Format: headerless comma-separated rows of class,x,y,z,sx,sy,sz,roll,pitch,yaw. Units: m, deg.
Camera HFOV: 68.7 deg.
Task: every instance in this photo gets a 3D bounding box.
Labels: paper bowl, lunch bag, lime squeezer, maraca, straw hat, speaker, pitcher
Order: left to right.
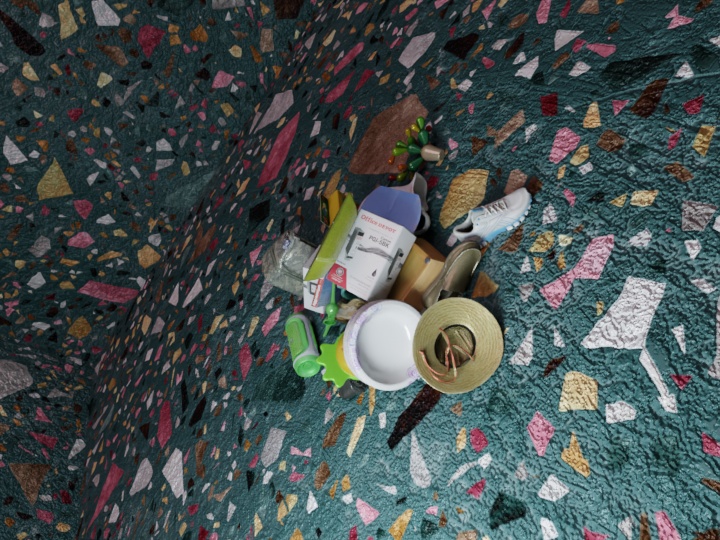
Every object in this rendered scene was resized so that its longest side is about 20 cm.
lunch bag,-0.198,-0.027,1.685,0.168,0.199,0.140,-49,37,19
speaker,-0.174,0.220,1.585,0.089,0.088,0.201,-47,37,20
lime squeezer,-0.088,0.119,1.473,0.071,0.037,0.203,-131,45,-52
maraca,-0.012,0.210,1.312,0.107,0.198,0.138,104,142,-64
paper bowl,0.056,0.169,1.222,0.203,0.198,0.104,-68,14,-10
pitcher,0.098,-0.158,1.476,0.198,0.121,0.174,-22,63,29
straw hat,0.199,0.164,1.128,0.085,0.198,0.204,83,-156,-73

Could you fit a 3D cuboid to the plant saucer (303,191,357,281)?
plant saucer,-0.070,-0.072,1.341,0.202,0.047,0.200,-65,6,-21

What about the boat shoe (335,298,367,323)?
boat shoe,-0.013,0.110,1.458,0.199,0.073,0.070,-1,72,53

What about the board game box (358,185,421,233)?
board game box,0.080,-0.135,1.404,0.198,0.039,0.160,20,85,39

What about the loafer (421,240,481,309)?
loafer,0.220,0.024,1.221,0.201,0.075,0.068,-59,34,21

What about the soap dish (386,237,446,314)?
soap dish,0.126,0.026,1.329,0.201,0.081,0.158,-55,35,11

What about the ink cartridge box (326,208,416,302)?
ink cartridge box,0.027,-0.033,1.316,0.146,0.083,0.202,25,88,34

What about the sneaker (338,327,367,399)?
sneaker,-0.038,0.246,1.404,0.091,0.075,0.202,-44,35,37

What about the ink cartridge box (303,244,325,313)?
ink cartridge box,-0.114,0.010,1.537,0.116,0.066,0.202,-58,-21,-45

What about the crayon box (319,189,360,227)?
crayon box,-0.030,-0.150,1.547,0.051,0.199,0.128,-38,40,30

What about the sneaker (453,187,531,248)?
sneaker,0.297,-0.124,1.205,0.200,0.086,0.076,-41,38,26

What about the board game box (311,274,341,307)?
board game box,-0.087,0.046,1.506,0.019,0.200,0.104,18,95,14

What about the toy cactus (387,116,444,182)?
toy cactus,0.171,-0.342,1.537,0.164,0.102,0.202,21,81,37

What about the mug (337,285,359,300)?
mug,0.002,-0.011,1.479,0.186,0.112,0.154,95,-176,-67
